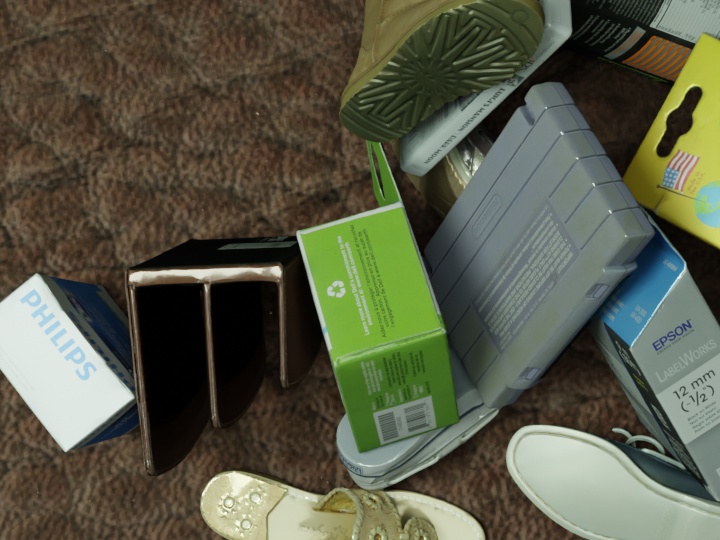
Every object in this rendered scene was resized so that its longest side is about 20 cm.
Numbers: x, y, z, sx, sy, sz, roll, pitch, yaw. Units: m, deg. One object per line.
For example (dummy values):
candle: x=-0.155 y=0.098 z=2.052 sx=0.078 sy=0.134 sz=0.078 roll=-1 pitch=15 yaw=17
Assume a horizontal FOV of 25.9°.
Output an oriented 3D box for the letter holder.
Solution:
letter holder: x=-0.083 y=0.056 z=1.061 sx=0.100 sy=0.200 sz=0.142 roll=-2 pitch=96 yaw=5

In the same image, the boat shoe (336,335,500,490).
boat shoe: x=0.068 y=0.085 z=1.131 sx=0.200 sy=0.065 sz=0.074 roll=-32 pitch=60 yaw=-12

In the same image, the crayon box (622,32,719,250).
crayon box: x=0.285 y=-0.058 z=1.027 sx=0.200 sy=0.051 sz=0.127 roll=32 pitch=96 yaw=25

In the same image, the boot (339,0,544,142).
boot: x=0.053 y=-0.200 z=1.014 sx=0.066 sy=0.175 sz=0.200 roll=32 pitch=51 yaw=-31

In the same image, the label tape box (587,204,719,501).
label tape box: x=0.195 y=0.039 z=1.055 sx=0.066 sy=0.143 sz=0.200 roll=-34 pitch=111 yaw=1

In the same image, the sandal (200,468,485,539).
sandal: x=-0.015 y=0.190 z=1.126 sx=0.212 sy=0.070 sz=0.078 roll=12 pitch=88 yaw=3

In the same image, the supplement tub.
supplement tub: x=0.197 y=-0.199 z=1.086 sx=0.200 sy=0.123 sz=0.123 roll=16 pitch=88 yaw=-23

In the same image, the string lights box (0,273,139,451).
string lights box: x=-0.188 y=0.062 z=1.074 sx=0.059 sy=0.200 sz=0.103 roll=-38 pitch=86 yaw=0

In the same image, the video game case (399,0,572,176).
video game case: x=0.080 y=-0.190 z=1.057 sx=0.023 sy=0.182 sz=0.200 roll=16 pitch=57 yaw=-23

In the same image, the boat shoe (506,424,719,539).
boat shoe: x=0.202 y=0.159 z=1.122 sx=0.200 sy=0.062 sz=0.075 roll=18 pitch=104 yaw=11

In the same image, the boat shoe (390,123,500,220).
boat shoe: x=0.085 y=-0.070 z=1.138 sx=0.065 sy=0.072 sz=0.200 roll=-28 pitch=73 yaw=-23

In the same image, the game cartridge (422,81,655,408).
game cartridge: x=0.110 y=-0.011 z=1.034 sx=0.038 sy=0.200 sz=0.130 roll=-14 pitch=62 yaw=-34

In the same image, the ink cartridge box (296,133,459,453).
ink cartridge box: x=0.000 y=0.000 z=1.062 sx=0.076 sy=0.148 sz=0.200 roll=-17 pitch=60 yaw=-3
